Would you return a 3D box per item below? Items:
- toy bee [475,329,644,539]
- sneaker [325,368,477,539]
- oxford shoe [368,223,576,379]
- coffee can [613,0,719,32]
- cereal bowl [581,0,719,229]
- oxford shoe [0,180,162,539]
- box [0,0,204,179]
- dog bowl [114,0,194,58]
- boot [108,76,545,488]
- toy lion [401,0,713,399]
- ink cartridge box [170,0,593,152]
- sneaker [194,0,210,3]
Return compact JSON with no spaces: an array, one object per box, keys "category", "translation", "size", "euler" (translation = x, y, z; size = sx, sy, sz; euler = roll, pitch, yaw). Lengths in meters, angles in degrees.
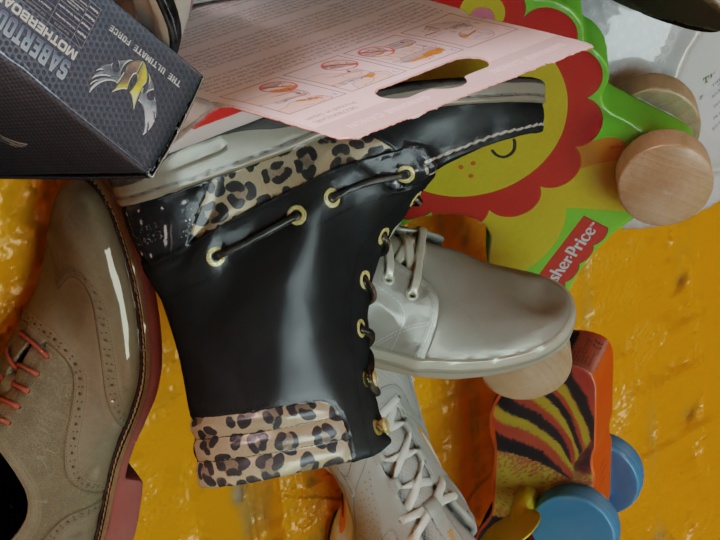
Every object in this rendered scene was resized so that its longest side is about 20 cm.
[{"category":"toy bee","translation":[0.091,0.129,1.393],"size":[0.131,0.108,0.202],"euler":[-22,109,-66]},{"category":"sneaker","translation":[0.022,0.106,1.330],"size":[0.075,0.092,0.201],"euler":[-34,130,-22]},{"category":"oxford shoe","translation":[0.005,0.003,1.222],"size":[0.198,0.075,0.058],"euler":[11,128,-6]},{"category":"coffee can","translation":[0.150,-0.232,1.206],"size":[0.146,0.146,0.201],"euler":[33,85,-45]},{"category":"cereal bowl","translation":[0.164,-0.109,1.341],"size":[0.199,0.083,0.201],"euler":[-19,123,-32]},{"category":"oxford shoe","translation":[-0.136,0.052,1.186],"size":[0.074,0.070,0.201],"euler":[-8,116,-29]},{"category":"box","translation":[-0.177,-0.105,0.976],"size":[0.200,0.157,0.051],"euler":[38,67,-34]},{"category":"dog bowl","translation":[-0.133,-0.163,0.991],"size":[0.074,0.199,0.200],"euler":[-56,136,-17]},{"category":"boot","translation":[-0.001,0.000,1.162],"size":[0.202,0.073,0.155],"euler":[-14,94,-20]},{"category":"toy lion","translation":[0.055,-0.053,1.261],"size":[0.191,0.069,0.200],"euler":[24,123,-17]},{"category":"ink cartridge box","translation":[-0.029,-0.076,1.093],"size":[0.160,0.199,0.050],"euler":[-24,125,-44]},{"category":"sneaker","translation":[-0.036,-0.186,1.139],"size":[0.199,0.074,0.116],"euler":[-17,123,-35]}]
